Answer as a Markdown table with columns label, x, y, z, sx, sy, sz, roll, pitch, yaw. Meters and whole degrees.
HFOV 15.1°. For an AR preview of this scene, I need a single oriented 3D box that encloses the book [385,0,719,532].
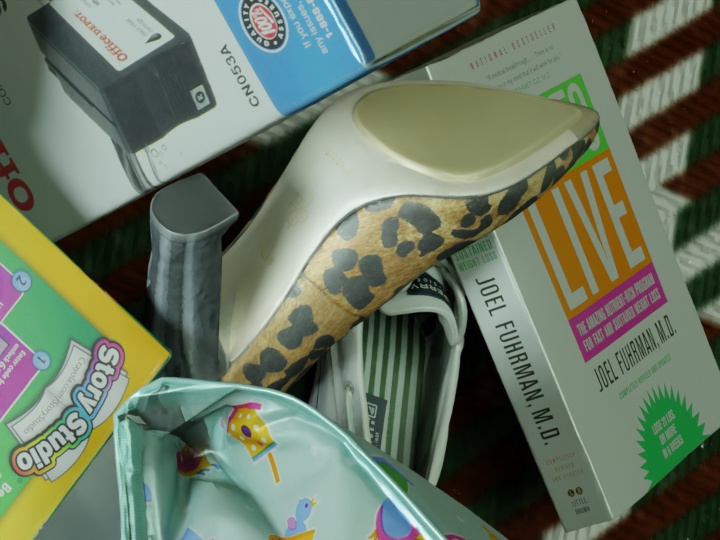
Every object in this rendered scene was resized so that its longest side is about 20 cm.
| label | x | y | z | sx | sy | sz | roll | pitch | yaw |
| --- | --- | --- | --- | --- | --- | --- | --- | --- | --- |
| book | 0.084 | -0.004 | 1.161 | 0.134 | 0.048 | 0.200 | -31 | 100 | -57 |

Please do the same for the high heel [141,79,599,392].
| label | x | y | z | sx | sy | sz | roll | pitch | yaw |
| --- | --- | --- | --- | --- | --- | --- | --- | --- | --- |
| high heel | 0.000 | 0.000 | 1.086 | 0.200 | 0.143 | 0.071 | -17 | 51 | -23 |

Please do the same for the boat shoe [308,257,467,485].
| label | x | y | z | sx | sy | sz | roll | pitch | yaw |
| --- | --- | --- | --- | --- | --- | --- | --- | --- | --- |
| boat shoe | 0.019 | 0.018 | 1.132 | 0.073 | 0.067 | 0.200 | 10 | 74 | -29 |

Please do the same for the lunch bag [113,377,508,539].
| label | x | y | z | sx | sy | sz | roll | pitch | yaw |
| --- | --- | --- | --- | --- | --- | --- | --- | --- | --- |
| lunch bag | -0.002 | 0.127 | 0.985 | 0.122 | 0.170 | 0.200 | -46 | 70 | 1 |

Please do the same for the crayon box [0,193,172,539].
| label | x | y | z | sx | sy | sz | roll | pitch | yaw |
| --- | --- | --- | --- | --- | --- | --- | --- | --- | --- |
| crayon box | -0.173 | 0.067 | 0.980 | 0.119 | 0.058 | 0.200 | 44 | 61 | -15 |

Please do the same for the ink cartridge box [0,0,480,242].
| label | x | y | z | sx | sy | sz | roll | pitch | yaw |
| --- | --- | --- | --- | --- | --- | --- | --- | --- | --- |
| ink cartridge box | -0.078 | -0.111 | 1.016 | 0.084 | 0.200 | 0.145 | -35 | 97 | -50 |

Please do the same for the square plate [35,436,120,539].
| label | x | y | z | sx | sy | sz | roll | pitch | yaw |
| --- | --- | --- | --- | --- | --- | --- | --- | --- | --- |
| square plate | -0.168 | 0.099 | 1.027 | 0.200 | 0.028 | 0.198 | -35 | 98 | -31 |
